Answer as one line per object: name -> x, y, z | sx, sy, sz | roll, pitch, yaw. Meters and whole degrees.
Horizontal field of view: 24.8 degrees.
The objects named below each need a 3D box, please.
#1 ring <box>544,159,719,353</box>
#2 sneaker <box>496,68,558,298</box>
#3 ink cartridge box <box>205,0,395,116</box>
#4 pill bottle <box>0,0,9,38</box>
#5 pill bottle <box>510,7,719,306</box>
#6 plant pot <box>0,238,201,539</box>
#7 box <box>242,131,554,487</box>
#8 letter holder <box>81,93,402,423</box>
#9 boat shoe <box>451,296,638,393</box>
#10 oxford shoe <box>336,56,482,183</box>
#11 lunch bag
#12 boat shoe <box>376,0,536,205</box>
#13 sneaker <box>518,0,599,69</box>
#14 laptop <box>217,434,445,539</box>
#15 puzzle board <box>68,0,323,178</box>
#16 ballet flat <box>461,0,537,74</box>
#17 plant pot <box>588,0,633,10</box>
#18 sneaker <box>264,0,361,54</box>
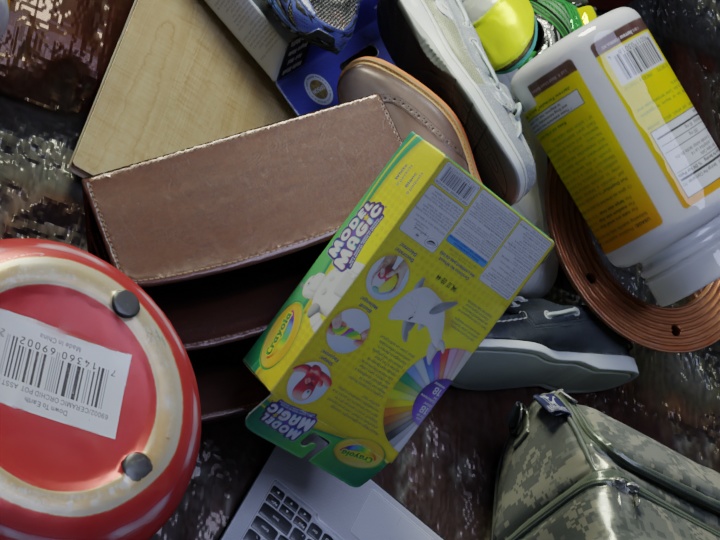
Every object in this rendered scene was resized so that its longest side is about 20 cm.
ring -> 0.221, -0.033, 1.256 | 0.198, 0.019, 0.203 | 11, 68, -27
sneaker -> 0.081, -0.080, 1.237 | 0.114, 0.074, 0.202 | 6, 63, -35
ink cartridge box -> -0.039, -0.227, 1.241 | 0.201, 0.041, 0.199 | 50, 43, 0
pill bottle -> -0.271, -0.205, 1.024 | 0.108, 0.109, 0.202 | 15, 58, -28
pill bottle -> 0.200, -0.080, 1.183 | 0.109, 0.109, 0.202 | -29, 88, -41
plant pot -> -0.195, 0.097, 0.876 | 0.198, 0.182, 0.203 | 15, 60, -27
box -> 0.017, 0.030, 0.998 | 0.117, 0.201, 0.048 | 34, 3, -38
letter holder -> -0.057, -0.002, 1.019 | 0.198, 0.101, 0.143 | -17, 64, -16
boat shoe -> 0.123, 0.051, 1.199 | 0.199, 0.075, 0.061 | 11, 59, -44
oxford shoe -> 0.041, -0.065, 1.141 | 0.201, 0.071, 0.073 | 54, 31, 10
lunch bag -> 0.187, 0.187, 1.131 | 0.198, 0.140, 0.169 | 27, 35, -23
boat shoe -> 0.079, -0.136, 1.198 | 0.064, 0.075, 0.203 | -17, 58, -22
sneaker -> 0.163, -0.133, 1.334 | 0.084, 0.078, 0.202 | -1, 60, -25
laptop -> 0.011, 0.200, 1.006 | 0.187, 0.116, 0.201 | 41, 49, -10
puzzle board -> -0.112, -0.111, 1.157 | 0.150, 0.017, 0.202 | 30, 53, -20
ballet flat -> 0.092, -0.218, 1.290 | 0.067, 0.067, 0.201 | 42, 21, -22
plant pot -> 0.241, -0.333, 1.419 | 0.198, 0.177, 0.203 | 16, 57, -26
sneaker -> -0.020, -0.241, 1.179 | 0.075, 0.078, 0.202 | 22, 50, -25
